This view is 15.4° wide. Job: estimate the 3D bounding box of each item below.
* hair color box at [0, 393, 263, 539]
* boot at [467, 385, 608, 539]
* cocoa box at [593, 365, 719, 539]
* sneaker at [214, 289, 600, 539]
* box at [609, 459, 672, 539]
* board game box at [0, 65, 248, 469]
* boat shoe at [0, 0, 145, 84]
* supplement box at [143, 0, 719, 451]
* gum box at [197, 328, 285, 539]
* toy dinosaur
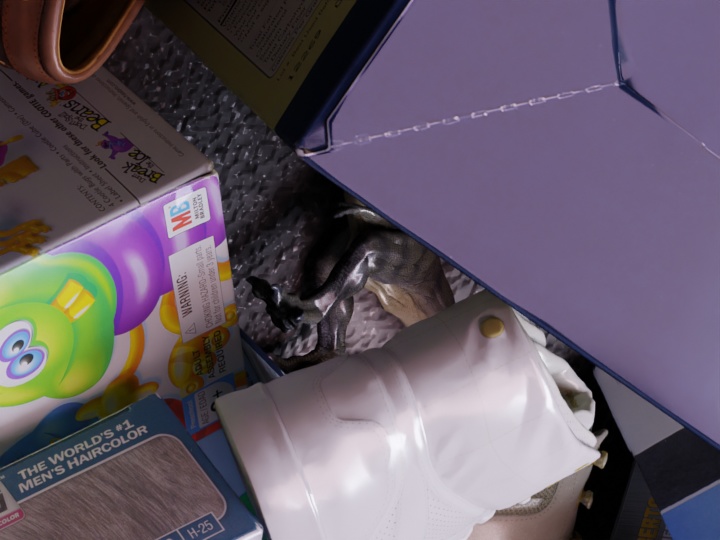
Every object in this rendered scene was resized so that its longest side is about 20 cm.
[{"bbox_3d":[-0.096,0.136,0.828,0.100,0.061,0.201,-26,149,-27],"label":"hair color box"},{"bbox_3d":[0.074,0.116,1.086,0.199,0.072,0.155,-1,118,-38],"label":"boot"},{"bbox_3d":[0.211,0.045,0.932,0.199,0.132,0.133,-17,168,-39],"label":"cocoa box"},{"bbox_3d":[0.027,0.078,0.853,0.115,0.074,0.200,-24,153,-6],"label":"sneaker"},{"bbox_3d":[0.151,0.127,1.102,0.159,0.048,0.201,63,40,-49],"label":"box"},{"bbox_3d":[-0.147,0.025,0.800,0.199,0.105,0.103,-27,134,-23],"label":"board game box"},{"bbox_3d":[-0.053,-0.143,0.788,0.072,0.068,0.201,24,101,-47],"label":"boat shoe"},{"bbox_3d":[0.062,-0.065,0.805,0.200,0.200,0.135,34,95,-26],"label":"supplement box"},{"bbox_3d":[-0.081,0.125,0.941,0.200,0.045,0.170,-35,139,5],"label":"gum box"},{"bbox_3d":[0.000,0.000,0.958,0.088,0.047,0.201,-41,141,-20],"label":"toy dinosaur"}]
